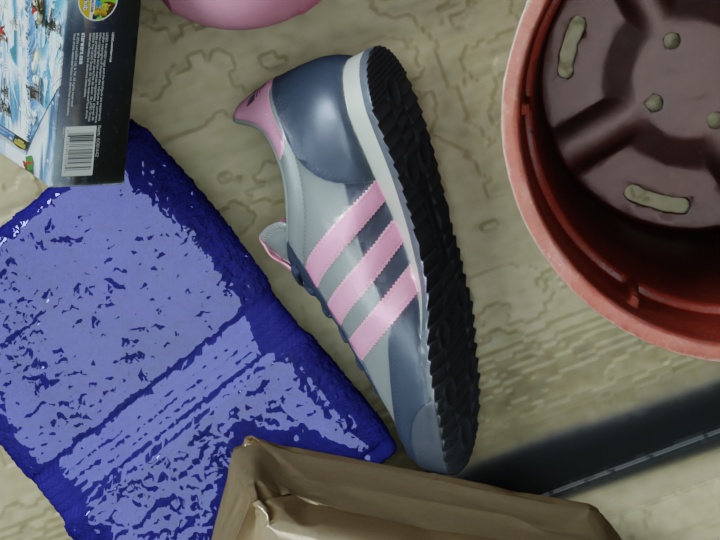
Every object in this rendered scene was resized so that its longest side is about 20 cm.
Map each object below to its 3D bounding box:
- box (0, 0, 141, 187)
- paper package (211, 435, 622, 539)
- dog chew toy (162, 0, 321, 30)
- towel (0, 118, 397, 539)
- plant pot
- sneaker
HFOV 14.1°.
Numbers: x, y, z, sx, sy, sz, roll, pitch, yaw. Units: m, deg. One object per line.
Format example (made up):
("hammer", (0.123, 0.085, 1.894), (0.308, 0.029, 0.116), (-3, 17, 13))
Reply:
("box", (-0.138, -0.151, 1.257), (0.040, 0.137, 0.201), (-4, 111, -32))
("paper package", (0.015, 0.195, 1.310), (0.190, 0.104, 0.201), (11, 106, -11))
("dog chew toy", (-0.014, -0.192, 1.279), (0.199, 0.125, 0.125), (-31, 97, -4))
("towel", (-0.097, 0.050, 1.346), (0.147, 0.050, 0.200), (-38, 98, 1))
("plant pot", (0.155, -0.076, 1.254), (0.200, 0.195, 0.202), (0, 98, 0))
("sneaker", (0.000, 0.000, 1.338), (0.082, 0.070, 0.201), (-10, 99, 22))
